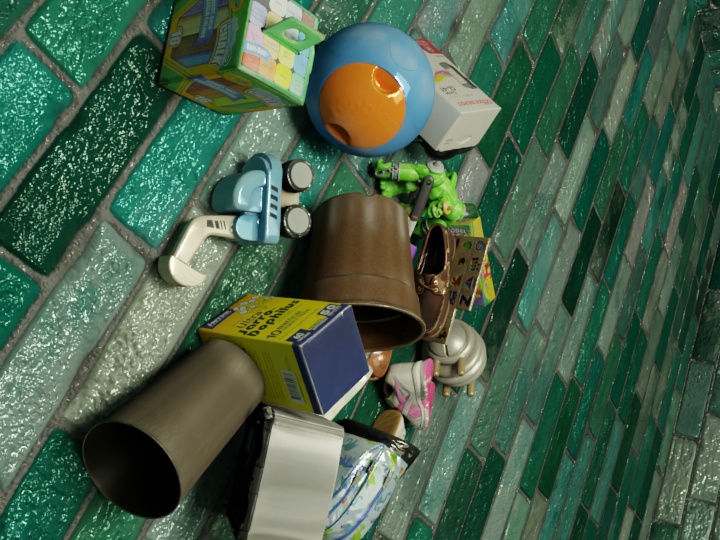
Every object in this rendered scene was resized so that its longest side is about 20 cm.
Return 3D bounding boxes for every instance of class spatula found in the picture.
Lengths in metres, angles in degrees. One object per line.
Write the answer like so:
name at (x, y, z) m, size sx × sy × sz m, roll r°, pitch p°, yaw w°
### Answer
spatula at (0.089, -0.078, 1.294) m, size 0.021 × 0.056 × 0.200 m, roll -69°, pitch 180°, yaw -58°

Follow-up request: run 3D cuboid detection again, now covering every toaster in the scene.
toaster at (-0.109, 0.279, 1.018) m, size 0.118 × 0.200 × 0.181 m, roll 13°, pitch 81°, yaw -13°

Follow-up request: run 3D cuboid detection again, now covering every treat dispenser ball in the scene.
treat dispenser ball at (0.014, -0.275, 1.134) m, size 0.201 × 0.200 × 0.202 m, roll -6°, pitch 97°, yaw -51°

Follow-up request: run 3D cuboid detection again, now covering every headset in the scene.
headset at (0.131, -0.263, 1.341) m, size 0.200 × 0.124 × 0.094 m, roll -19°, pitch 146°, yaw -24°

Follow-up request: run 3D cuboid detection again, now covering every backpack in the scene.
backpack at (-0.024, 0.344, 1.189) m, size 0.154 × 0.163 × 0.200 m, roll 35°, pitch 73°, yaw -37°

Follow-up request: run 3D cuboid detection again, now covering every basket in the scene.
basket at (-0.221, 0.185, 0.927) m, size 0.136 × 0.180 × 0.200 m, roll 47°, pitch 42°, yaw -2°

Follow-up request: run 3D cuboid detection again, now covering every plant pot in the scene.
plant pot at (0.000, 0.000, 1.138) m, size 0.200 × 0.200 × 0.199 m, roll 32°, pitch 52°, yaw -47°

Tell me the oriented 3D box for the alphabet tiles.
alphabet tiles at (0.149, 0.031, 1.343) m, size 0.008 × 0.167 × 0.201 m, roll 21°, pitch 82°, yaw -37°

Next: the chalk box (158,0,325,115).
chalk box at (-0.139, -0.282, 0.944) m, size 0.124 × 0.200 × 0.124 m, roll 19°, pitch 79°, yaw -50°

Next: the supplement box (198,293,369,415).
supplement box at (-0.106, 0.110, 1.016) m, size 0.109 × 0.200 × 0.110 m, roll -38°, pitch 121°, yaw -43°

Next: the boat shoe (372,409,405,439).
boat shoe at (0.033, 0.345, 1.309) m, size 0.200 × 0.071 × 0.069 m, roll -55°, pitch 131°, yaw -34°

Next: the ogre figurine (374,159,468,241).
ogre figurine at (0.114, -0.134, 1.327) m, size 0.200 × 0.120 × 0.098 m, roll 65°, pitch 27°, yaw -25°

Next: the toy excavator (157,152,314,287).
toy excavator at (-0.176, -0.071, 1.016) m, size 0.200 × 0.100 × 0.195 m, roll 5°, pitch 87°, yaw -38°

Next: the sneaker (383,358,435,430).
sneaker at (0.089, 0.226, 1.369) m, size 0.200 × 0.088 × 0.081 m, roll 82°, pitch 18°, yaw -47°

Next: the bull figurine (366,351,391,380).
bull figurine at (0.026, 0.090, 1.287) m, size 0.121 × 0.065 × 0.201 m, roll 19°, pitch 76°, yaw -46°

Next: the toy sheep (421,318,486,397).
toy sheep at (0.180, 0.162, 1.431) m, size 0.138 × 0.138 × 0.200 m, roll -63°, pitch 152°, yaw -26°

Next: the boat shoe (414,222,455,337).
boat shoe at (0.124, 0.015, 1.304) m, size 0.070 × 0.070 × 0.201 m, roll 45°, pitch 50°, yaw -67°

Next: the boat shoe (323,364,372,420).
boat shoe at (-0.069, 0.207, 1.178) m, size 0.072 × 0.070 × 0.201 m, roll 45°, pitch 72°, yaw 1°

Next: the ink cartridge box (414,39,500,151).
ink cartridge box at (0.121, -0.305, 1.267) m, size 0.147 × 0.200 × 0.086 m, roll -21°, pitch 151°, yaw -50°

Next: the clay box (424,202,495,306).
clay box at (0.186, -0.032, 1.434) m, size 0.048 × 0.115 × 0.200 m, roll -37°, pitch 119°, yaw -42°
